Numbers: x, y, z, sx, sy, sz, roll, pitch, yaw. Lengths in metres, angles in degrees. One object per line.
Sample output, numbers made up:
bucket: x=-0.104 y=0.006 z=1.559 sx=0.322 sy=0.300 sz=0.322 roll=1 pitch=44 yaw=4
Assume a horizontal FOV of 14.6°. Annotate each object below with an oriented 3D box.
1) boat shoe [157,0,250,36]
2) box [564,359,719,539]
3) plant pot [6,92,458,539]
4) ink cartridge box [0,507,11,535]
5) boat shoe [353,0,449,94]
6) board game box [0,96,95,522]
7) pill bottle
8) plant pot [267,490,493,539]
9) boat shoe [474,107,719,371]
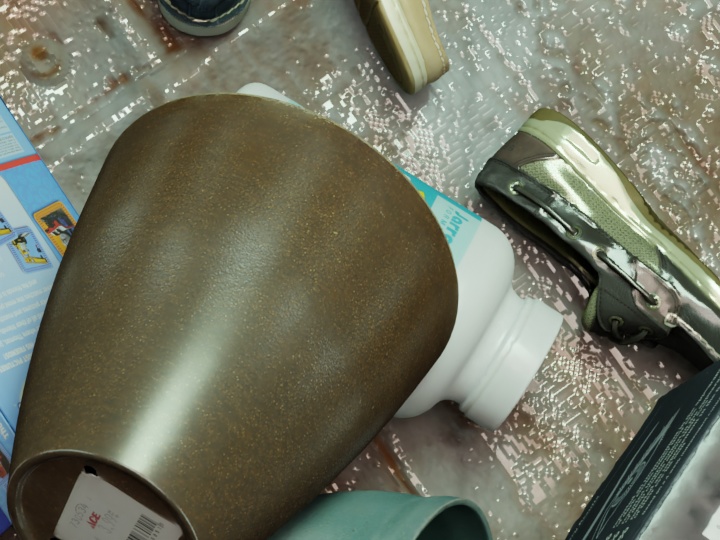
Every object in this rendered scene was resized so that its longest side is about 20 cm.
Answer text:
boat shoe: x=-0.081 y=-0.225 z=1.468 sx=0.075 sy=0.062 sz=0.201 roll=7 pitch=75 yaw=-4
box: x=0.175 y=0.130 z=1.361 sx=0.104 sy=0.200 sz=0.148 roll=35 pitch=75 yaw=0
plant pot: x=-0.075 y=0.052 z=1.270 sx=0.187 sy=0.187 sz=0.200 roll=31 pitch=44 yaw=-2
ink cartridge box: x=-0.247 y=0.059 z=1.356 sx=0.094 sy=0.044 sz=0.200 roll=-43 pitch=96 yaw=8
boat shoe: x=0.019 y=-0.193 z=1.472 sx=0.069 sy=0.074 sz=0.201 roll=-16 pitch=80 yaw=-7
board game box: x=-0.174 y=0.012 z=1.363 sx=0.037 sy=0.151 sz=0.200 roll=-38 pitch=84 yaw=28
pill bottle: x=0.000 y=0.000 z=1.406 sx=0.200 sy=0.111 sz=0.111 roll=31 pitch=74 yaw=-2
plant pot: x=-0.031 y=0.192 z=1.331 sx=0.134 sy=0.200 sz=0.201 roll=12 pitch=74 yaw=21
boat shoe: x=0.139 y=0.007 z=1.453 sx=0.066 sy=0.072 sz=0.201 roll=-40 pitch=83 yaw=-8
